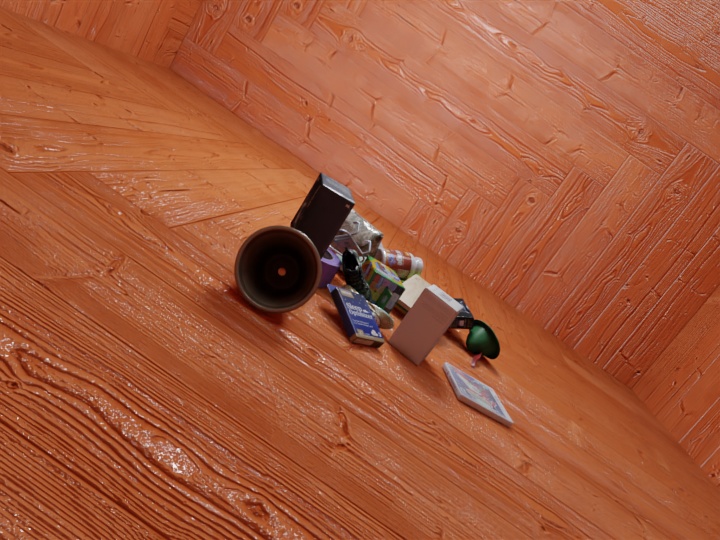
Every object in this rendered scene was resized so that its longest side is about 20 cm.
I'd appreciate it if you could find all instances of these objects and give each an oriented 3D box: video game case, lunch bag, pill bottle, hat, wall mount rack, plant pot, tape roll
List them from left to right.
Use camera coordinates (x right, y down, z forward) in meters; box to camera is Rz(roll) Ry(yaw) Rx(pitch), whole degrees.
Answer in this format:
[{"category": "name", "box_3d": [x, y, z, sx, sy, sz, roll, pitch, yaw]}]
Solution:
[{"category": "plant pot", "box_3d": [-0.193, -0.002, 1.278, 0.199, 0.202, 0.175, 33, -3, -3]}, {"category": "tape roll", "box_3d": [-0.161, -0.038, 1.648, 0.199, 0.085, 0.200, 33, 13, -9]}, {"category": "wall mount rack", "box_3d": [-0.063, -0.099, 1.781, 0.200, 0.171, 0.075, 56, 33, -51]}, {"category": "lunch bag", "box_3d": [-0.018, -0.132, 2.121, 0.199, 0.169, 0.139, 39, 14, 23]}, {"category": "pill bottle", "box_3d": [0.155, -0.025, 2.188, 0.198, 0.113, 0.112, 9, 24, -25]}, {"category": "hat", "box_3d": [0.408, 0.293, 1.980, 0.166, 0.175, 0.201, 53, -24, 23]}, {"category": "video game case", "box_3d": [0.349, 0.370, 1.588, 0.199, 0.023, 0.183, 30, 14, -16]}]

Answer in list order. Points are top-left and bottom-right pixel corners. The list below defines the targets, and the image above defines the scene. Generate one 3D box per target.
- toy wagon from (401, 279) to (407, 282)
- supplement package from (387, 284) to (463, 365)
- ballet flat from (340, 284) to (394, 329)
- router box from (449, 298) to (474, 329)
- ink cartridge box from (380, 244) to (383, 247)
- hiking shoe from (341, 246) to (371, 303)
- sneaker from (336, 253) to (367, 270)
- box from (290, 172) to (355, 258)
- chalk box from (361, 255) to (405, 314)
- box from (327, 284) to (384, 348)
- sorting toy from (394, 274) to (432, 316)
[{"category": "toy wagon", "box_3d": [0.238, 0.071, 2.180, 0.197, 0.040, 0.155, 12, 7, 18]}, {"category": "supplement package", "box_3d": [0.193, 0.158, 1.560, 0.117, 0.201, 0.117, 37, 14, 14]}, {"category": "ballet flat", "box_3d": [0.008, 0.123, 1.578, 0.199, 0.071, 0.065, 35, 41, 11]}, {"category": "router box", "box_3d": [0.342, 0.165, 2.061, 0.155, 0.053, 0.200, 2, 18, -2]}, {"category": "ink cartridge box", "box_3d": [0.062, -0.078, 2.307, 0.196, 0.043, 0.202, -6, 76, -71]}, {"category": "hiking shoe", "box_3d": [-0.021, 0.029, 1.627, 0.101, 0.075, 0.202, 31, 39, -78]}, {"category": "sneaker", "box_3d": [0.000, 0.000, 1.908, 0.199, 0.075, 0.118, 8, 21, -41]}, {"category": "box", "box_3d": [-0.119, -0.170, 1.594, 0.117, 0.198, 0.200, 29, 14, -16]}, {"category": "chalk box", "box_3d": [0.057, 0.061, 1.738, 0.123, 0.126, 0.200, 30, 13, -17]}, {"category": "box", "box_3d": [-0.014, 0.117, 1.467, 0.120, 0.032, 0.201, 19, 35, -47]}, {"category": "sorting toy", "box_3d": [0.219, 0.127, 1.906, 0.198, 0.070, 0.199, 37, 34, 18]}]
